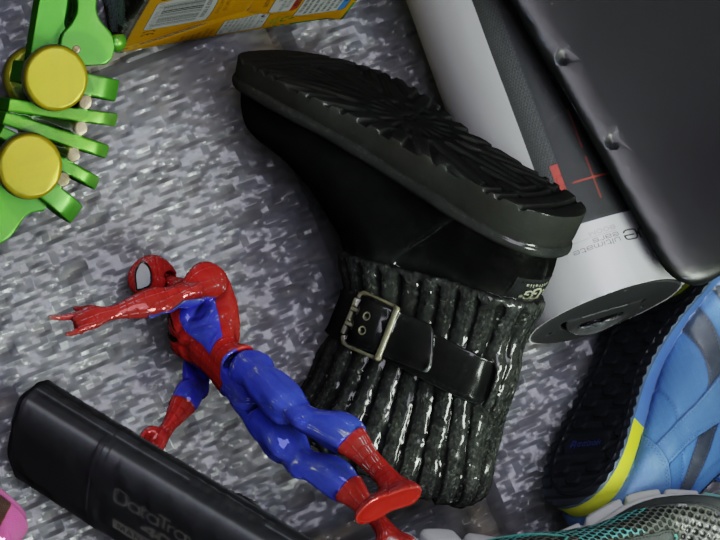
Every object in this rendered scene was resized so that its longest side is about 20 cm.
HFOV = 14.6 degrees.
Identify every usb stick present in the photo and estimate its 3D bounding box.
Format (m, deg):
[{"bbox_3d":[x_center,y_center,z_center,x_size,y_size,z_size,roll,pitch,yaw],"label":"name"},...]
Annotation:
[{"bbox_3d":[-0.078,0.112,1.251,0.199,0.056,0.033,28,36,27],"label":"usb stick"}]

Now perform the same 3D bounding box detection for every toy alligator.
[{"bbox_3d":[-0.134,-0.093,1.308,0.054,0.059,0.201,17,89,-18],"label":"toy alligator"}]

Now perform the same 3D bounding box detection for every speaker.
[{"bbox_3d":[0.085,-0.069,1.350,0.081,0.081,0.201,-15,76,-16],"label":"speaker"}]

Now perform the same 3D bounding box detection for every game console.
[{"bbox_3d":[0.164,-0.105,1.369,0.116,0.176,0.201,-30,85,12],"label":"game console"}]

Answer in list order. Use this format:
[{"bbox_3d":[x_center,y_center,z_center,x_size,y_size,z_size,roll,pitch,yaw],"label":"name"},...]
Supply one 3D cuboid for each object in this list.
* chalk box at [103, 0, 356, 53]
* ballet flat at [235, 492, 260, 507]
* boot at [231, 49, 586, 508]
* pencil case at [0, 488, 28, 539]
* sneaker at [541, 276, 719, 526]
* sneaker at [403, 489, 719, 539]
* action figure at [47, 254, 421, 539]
[{"bbox_3d":[-0.070,-0.222,1.331,0.123,0.125,0.201,-10,82,-16],"label":"chalk box"},{"bbox_3d":[-0.076,0.200,1.280,0.066,0.057,0.201,12,79,24],"label":"ballet flat"},{"bbox_3d":[-0.001,0.000,1.324,0.079,0.211,0.159,-4,122,-48],"label":"boot"},{"bbox_3d":[-0.236,0.164,1.228,0.094,0.090,0.201,48,65,-40],"label":"pencil case"},{"bbox_3d":[0.159,0.052,1.369,0.078,0.066,0.201,38,67,-26],"label":"sneaker"},{"bbox_3d":[0.102,0.147,1.261,0.199,0.091,0.078,-10,95,-12],"label":"sneaker"},{"bbox_3d":[-0.067,0.065,1.270,0.099,0.066,0.200,-22,50,-25],"label":"action figure"}]
